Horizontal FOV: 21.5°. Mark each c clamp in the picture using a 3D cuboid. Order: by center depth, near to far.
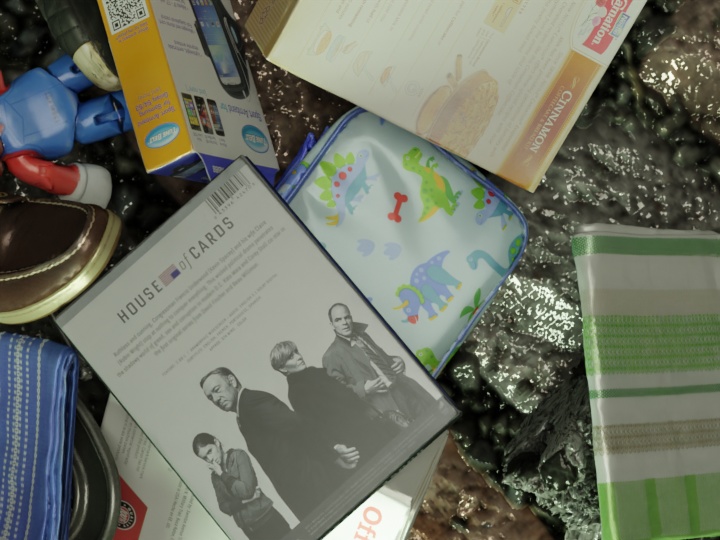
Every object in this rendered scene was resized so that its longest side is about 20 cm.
[{"bbox_3d":[-0.210,0.129,1.178,0.201,0.027,0.171,-53,57,25],"label":"c clamp"}]

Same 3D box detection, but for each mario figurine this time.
[{"bbox_3d":[-0.226,-0.096,1.230,0.198,0.106,0.124,-22,56,-15],"label":"mario figurine"}]

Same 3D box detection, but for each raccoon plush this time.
[{"bbox_3d":[0.189,0.121,1.254,0.134,0.097,0.201,40,86,-12],"label":"raccoon plush"}]

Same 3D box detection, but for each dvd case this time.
[{"bbox_3d":[-0.060,0.056,1.102,0.150,0.025,0.200,-40,80,-2],"label":"dvd case"}]

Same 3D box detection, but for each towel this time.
[{"bbox_3d":[-0.245,0.107,1.171,0.024,0.199,0.147,2,94,-48],"label":"towel"},{"bbox_3d":[0.193,0.073,1.225,0.148,0.031,0.203,2,81,-40],"label":"towel"}]

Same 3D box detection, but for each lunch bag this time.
[{"bbox_3d":[0.000,0.000,1.235,0.160,0.082,0.201,37,88,-5],"label":"lunch bag"}]

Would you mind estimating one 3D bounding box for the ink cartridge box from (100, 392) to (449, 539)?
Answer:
[{"bbox_3d":[-0.062,0.132,1.180,0.198,0.083,0.148,25,124,7],"label":"ink cartridge box"}]

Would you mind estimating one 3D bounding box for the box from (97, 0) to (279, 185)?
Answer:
[{"bbox_3d":[-0.111,-0.133,1.186,0.041,0.119,0.202,-19,80,22],"label":"box"}]

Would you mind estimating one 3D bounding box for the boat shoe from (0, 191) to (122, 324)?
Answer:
[{"bbox_3d":[-0.231,-0.015,1.144,0.072,0.199,0.073,44,54,-38],"label":"boat shoe"}]

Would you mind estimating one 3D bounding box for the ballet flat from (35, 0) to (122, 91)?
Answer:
[{"bbox_3d":[-0.199,-0.183,1.204,0.057,0.066,0.201,-43,62,17],"label":"ballet flat"}]

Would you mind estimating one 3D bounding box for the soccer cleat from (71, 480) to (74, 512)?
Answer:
[{"bbox_3d":[-0.192,0.188,1.233,0.072,0.068,0.203,-1,89,-25],"label":"soccer cleat"}]

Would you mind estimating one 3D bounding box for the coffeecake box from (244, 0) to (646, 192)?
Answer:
[{"bbox_3d":[0.055,-0.163,1.157,0.199,0.073,0.154,25,105,-23],"label":"coffeecake box"}]
